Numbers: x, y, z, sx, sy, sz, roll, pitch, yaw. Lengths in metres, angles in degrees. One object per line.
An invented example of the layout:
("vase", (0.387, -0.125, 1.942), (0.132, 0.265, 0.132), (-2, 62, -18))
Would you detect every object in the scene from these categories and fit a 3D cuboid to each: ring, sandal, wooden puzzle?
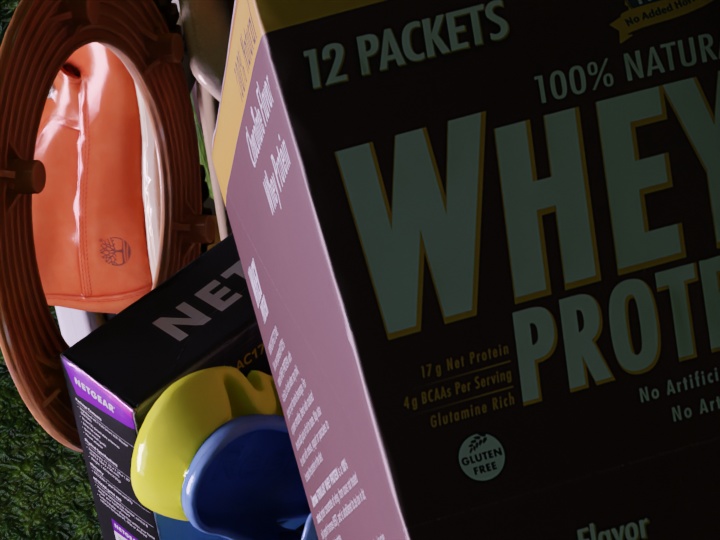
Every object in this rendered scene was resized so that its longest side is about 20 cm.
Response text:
("ring", (-0.100, -0.027, 0.960), (0.200, 0.019, 0.202), (-1, -90, -72))
("sandal", (0.010, 0.082, 0.907), (0.087, 0.199, 0.080), (40, 123, 38))
("wooden puzzle", (-0.060, -0.081, 1.129), (0.201, 0.037, 0.186), (83, 176, -48))

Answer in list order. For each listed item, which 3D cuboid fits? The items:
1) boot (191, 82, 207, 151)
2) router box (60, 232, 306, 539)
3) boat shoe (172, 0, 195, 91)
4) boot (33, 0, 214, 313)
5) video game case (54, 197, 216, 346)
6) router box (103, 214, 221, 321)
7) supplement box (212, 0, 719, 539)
("boot", (-0.053, -0.044, 1.323), (0.167, 0.072, 0.201), (-88, -21, -48))
("router box", (-0.023, 0.046, 0.972), (0.051, 0.200, 0.150), (30, 144, 35))
("boat shoe", (-0.103, -0.160, 1.236), (0.202, 0.071, 0.070), (-65, -22, -5))
("boot", (-0.130, -0.073, 1.074), (0.075, 0.106, 0.201), (-70, -24, -71))
("video game case", (-0.104, 0.029, 1.284), (0.182, 0.023, 0.201), (26, -138, -55))
("router box", (-0.034, 0.068, 1.200), (0.052, 0.156, 0.201), (-48, 53, 48))
("supplement box", (0.048, 0.017, 0.685), (0.197, 0.132, 0.201), (116, 138, -77))
